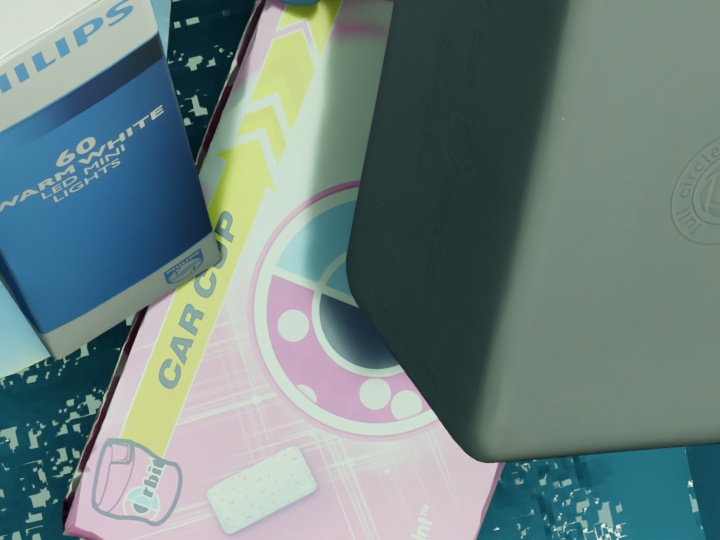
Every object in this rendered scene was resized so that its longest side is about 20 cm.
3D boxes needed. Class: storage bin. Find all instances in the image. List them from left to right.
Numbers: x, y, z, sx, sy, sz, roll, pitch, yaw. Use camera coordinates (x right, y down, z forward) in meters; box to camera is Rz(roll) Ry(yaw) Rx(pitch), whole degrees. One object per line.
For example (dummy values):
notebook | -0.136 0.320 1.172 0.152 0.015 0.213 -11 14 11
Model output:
storage bin | 0.076 -0.052 0.689 0.133 0.146 0.201 -7 128 -26

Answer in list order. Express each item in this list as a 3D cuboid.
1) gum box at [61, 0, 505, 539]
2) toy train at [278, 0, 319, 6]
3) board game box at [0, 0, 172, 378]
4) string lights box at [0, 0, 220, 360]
gum box | 0.000 0.000 0.832 0.113 0.066 0.201 21 90 -6
toy train | -0.052 -0.153 0.756 0.199 0.114 0.087 32 68 12
board game box | -0.135 -0.062 0.830 0.157 0.039 0.202 4 86 -5
string lights box | -0.092 -0.059 0.703 0.059 0.200 0.103 -31 74 -7
